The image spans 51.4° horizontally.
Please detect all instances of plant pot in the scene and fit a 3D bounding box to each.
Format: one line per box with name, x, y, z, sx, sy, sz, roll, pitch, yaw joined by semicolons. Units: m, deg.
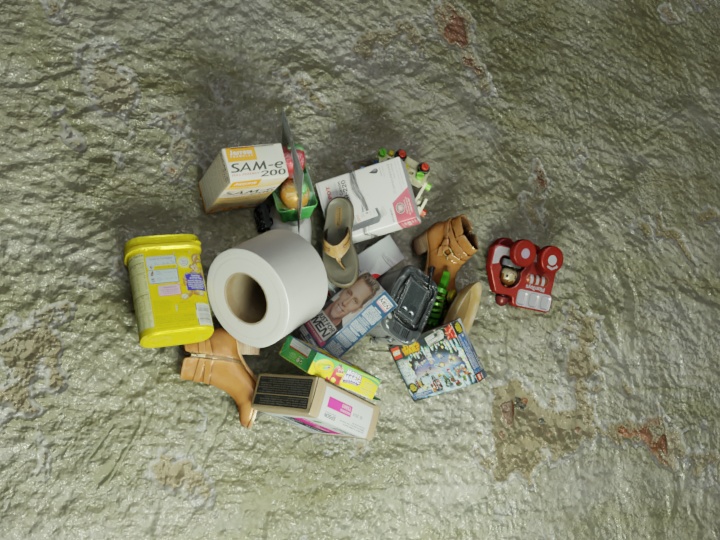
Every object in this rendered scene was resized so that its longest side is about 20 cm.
plant pot;0.222;0.116;1.702;0.027;0.201;0.201;22;62;20

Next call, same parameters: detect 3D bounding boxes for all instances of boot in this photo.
boot;-0.277;0.213;1.478;0.154;0.077;0.202;2;82;-21
boot;0.217;-0.019;1.722;0.076;0.155;0.201;-7;75;-46

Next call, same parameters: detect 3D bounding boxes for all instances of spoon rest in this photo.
spoon rest;-0.132;-0.066;1.638;0.099;0.061;0.201;-23;74;-30

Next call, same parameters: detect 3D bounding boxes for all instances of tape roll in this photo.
tape roll;-0.183;0.032;1.476;0.139;0.202;0.204;-30;91;-54

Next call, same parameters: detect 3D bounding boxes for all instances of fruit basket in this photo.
fruit basket;-0.136;-0.202;1.555;0.093;0.201;0.186;-7;56;-18

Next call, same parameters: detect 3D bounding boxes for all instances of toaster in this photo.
toaster;0.081;0.073;1.651;0.113;0.129;0.201;36;65;-23

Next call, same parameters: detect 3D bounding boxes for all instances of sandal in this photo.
sandal;-0.045;-0.064;1.577;0.081;0.055;0.202;-1;78;12

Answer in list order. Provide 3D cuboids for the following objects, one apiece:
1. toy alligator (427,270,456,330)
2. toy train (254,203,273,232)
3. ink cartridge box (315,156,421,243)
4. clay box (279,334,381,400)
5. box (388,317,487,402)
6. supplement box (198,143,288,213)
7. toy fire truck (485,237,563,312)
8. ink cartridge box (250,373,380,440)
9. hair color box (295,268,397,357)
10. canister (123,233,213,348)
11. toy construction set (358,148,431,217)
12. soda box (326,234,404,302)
toy alligator;0.171;0.100;1.690;0.054;0.059;0.202;-13;117;-60
toy train;-0.195;-0.044;1.600;0.034;0.046;0.202;-6;77;-35
ink cartridge box;0.017;-0.149;1.650;0.199;0.085;0.147;-17;83;12
clay box;-0.049;0.194;1.467;0.199;0.115;0.048;28;86;-37
box;0.164;0.197;1.624;0.040;0.199;0.138;-23;86;-46
supplement box;-0.242;-0.185;1.524;0.125;0.200;0.074;-11;81;-27
toy fire truck;0.399;0.011;1.850;0.199;0.112;0.169;11;91;-22
ink cartridge box;-0.087;0.268;1.467;0.200;0.164;0.076;35;62;-43
hair color box;-0.030;0.099;1.561;0.200;0.100;0.061;-42;129;-1
canister;-0.369;0.039;1.445;0.147;0.087;0.201;-5;66;-25
toy construction set;0.090;-0.208;1.754;0.199;0.092;0.132;36;64;-14
soda box;0.000;0.000;1.673;0.199;0.063;0.069;-34;93;-29
